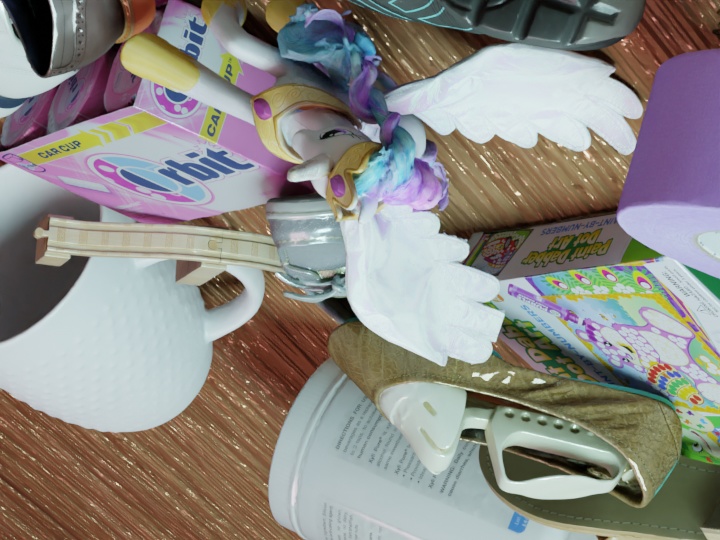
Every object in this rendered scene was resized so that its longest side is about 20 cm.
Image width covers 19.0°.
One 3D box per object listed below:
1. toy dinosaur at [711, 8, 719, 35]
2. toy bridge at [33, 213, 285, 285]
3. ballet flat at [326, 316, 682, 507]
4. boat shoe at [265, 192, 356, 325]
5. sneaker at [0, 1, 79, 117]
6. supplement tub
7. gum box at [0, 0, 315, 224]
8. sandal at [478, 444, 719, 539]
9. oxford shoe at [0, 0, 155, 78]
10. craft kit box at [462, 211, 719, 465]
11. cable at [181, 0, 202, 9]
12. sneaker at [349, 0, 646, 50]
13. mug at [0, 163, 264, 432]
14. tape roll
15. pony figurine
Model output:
[{"bbox_3d":[0.202,-0.092,0.844,0.106,0.060,0.200,21,173,-35],"label":"toy dinosaur"},{"bbox_3d":[-0.094,-0.010,1.266,0.200,0.027,0.067,7,169,-19],"label":"toy bridge"},{"bbox_3d":[0.073,0.082,1.151,0.200,0.072,0.068,17,145,-2],"label":"ballet flat"},{"bbox_3d":[-0.001,0.000,1.176,0.074,0.065,0.202,-5,166,10],"label":"boat shoe"},{"bbox_3d":[-0.225,-0.157,1.099,0.080,0.076,0.200,-20,140,42],"label":"sneaker"},{"bbox_3d":[0.057,0.142,1.380,0.200,0.132,0.132,22,155,24],"label":"supplement tub"},{"bbox_3d":[-0.112,-0.082,1.184,0.113,0.066,0.200,24,162,-28],"label":"gum box"},{"bbox_3d":[0.164,0.135,1.197,0.212,0.078,0.070,6,141,37],"label":"sandal"},{"bbox_3d":[-0.171,-0.187,1.034,0.071,0.073,0.200,-1,123,51],"label":"oxford shoe"},{"bbox_3d":[0.174,0.045,1.154,0.200,0.049,0.197,41,158,-22],"label":"craft kit box"},{"bbox_3d":[-0.160,-0.151,1.159,0.200,0.050,0.097,26,158,14],"label":"cable"},{"bbox_3d":[0.036,-0.142,0.933,0.200,0.075,0.079,24,175,22],"label":"sneaker"},{"bbox_3d":[-0.159,0.021,1.417,0.200,0.148,0.175,-18,143,23],"label":"mug"},{"bbox_3d":[0.206,-0.024,0.854,0.200,0.066,0.200,16,174,2],"label":"tape roll"},{"bbox_3d":[0.006,-0.059,1.007,0.193,0.167,0.200,14,-161,-39],"label":"pony figurine"}]
